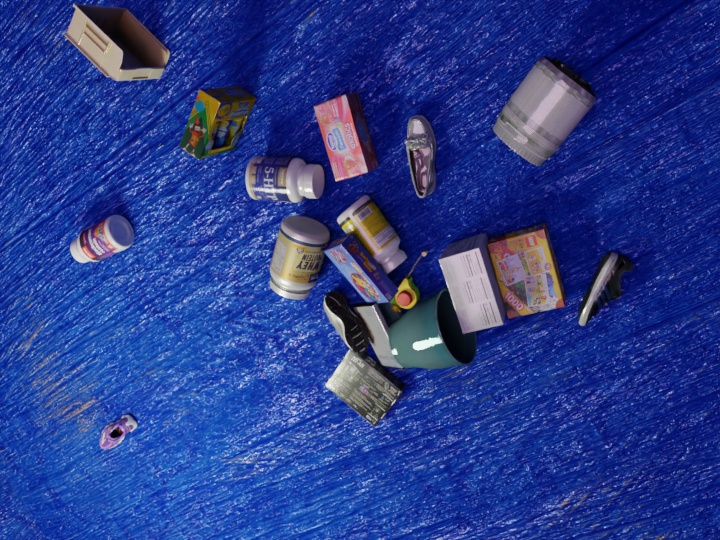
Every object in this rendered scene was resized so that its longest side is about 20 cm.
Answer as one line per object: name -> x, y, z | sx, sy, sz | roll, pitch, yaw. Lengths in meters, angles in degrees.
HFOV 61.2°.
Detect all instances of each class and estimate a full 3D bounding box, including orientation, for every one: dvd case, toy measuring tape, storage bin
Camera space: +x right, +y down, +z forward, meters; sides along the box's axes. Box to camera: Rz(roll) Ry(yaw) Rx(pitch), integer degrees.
dvd case -> 0.052, 0.185, 1.725 | 0.203, 0.017, 0.142 | 64, 156, -7
toy measuring tape -> 0.148, 0.041, 1.664 | 0.073, 0.074, 0.202 | 35, 116, 6
storage bin -> -0.665, -0.624, 1.682 | 0.198, 0.200, 0.094 | 43, 117, 2

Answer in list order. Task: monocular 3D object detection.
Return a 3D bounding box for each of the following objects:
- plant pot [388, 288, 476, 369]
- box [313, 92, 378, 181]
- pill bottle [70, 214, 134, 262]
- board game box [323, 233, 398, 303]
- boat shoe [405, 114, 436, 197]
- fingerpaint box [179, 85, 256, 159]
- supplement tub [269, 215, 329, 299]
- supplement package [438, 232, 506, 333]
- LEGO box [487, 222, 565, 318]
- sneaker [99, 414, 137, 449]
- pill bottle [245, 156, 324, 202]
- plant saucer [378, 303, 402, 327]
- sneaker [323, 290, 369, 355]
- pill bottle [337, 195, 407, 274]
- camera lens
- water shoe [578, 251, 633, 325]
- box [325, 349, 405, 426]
plant pot -> 0.183, 0.173, 1.633 | 0.186, 0.200, 0.203 | -22, 99, 35
box -> -0.037, -0.349, 1.593 | 0.101, 0.095, 0.204 | -11, 103, 24
pill bottle -> -0.838, -0.095, 1.964 | 0.197, 0.111, 0.113 | -20, 100, 24
board game box -> 0.000, 0.000, 1.638 | 0.201, 0.045, 0.134 | 50, 158, -12
boat shoe -> 0.154, -0.291, 1.557 | 0.073, 0.065, 0.207 | 0, 107, 20
fingerpaint box -> -0.382, -0.402, 1.647 | 0.073, 0.200, 0.169 | 32, 114, 6
supplement tub -> -0.176, -0.036, 1.717 | 0.142, 0.144, 0.204 | 23, 114, 12
supplement package -> 0.292, 0.030, 1.557 | 0.109, 0.156, 0.204 | -15, 101, 22
LEGO box -> 0.422, 0.001, 1.543 | 0.146, 0.077, 0.204 | -15, 101, 24
sneaker -> -0.904, 0.596, 2.223 | 0.199, 0.083, 0.081 | -41, 90, 27
pill bottle -> -0.205, -0.250, 1.675 | 0.195, 0.120, 0.123 | 6, 109, 18
plant saucer -> 0.057, 0.087, 1.740 | 0.069, 0.019, 0.202 | -30, 94, 25
sneaker -> -0.042, 0.154, 1.767 | 0.202, 0.073, 0.079 | 58, 158, 6
pill bottle -> 0.035, -0.091, 1.639 | 0.112, 0.112, 0.202 | -36, 92, 26
camera lens -> 0.417, -0.364, 1.383 | 0.159, 0.160, 0.201 | 39, 115, 5
water shoe -> 0.602, 0.057, 1.497 | 0.077, 0.072, 0.204 | 22, 113, 10
box -> 0.013, 0.344, 1.823 | 0.199, 0.044, 0.162 | 37, 115, 6
